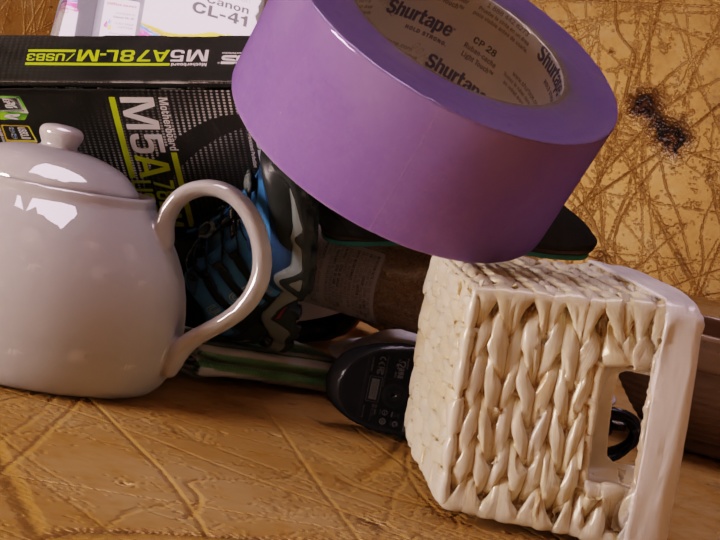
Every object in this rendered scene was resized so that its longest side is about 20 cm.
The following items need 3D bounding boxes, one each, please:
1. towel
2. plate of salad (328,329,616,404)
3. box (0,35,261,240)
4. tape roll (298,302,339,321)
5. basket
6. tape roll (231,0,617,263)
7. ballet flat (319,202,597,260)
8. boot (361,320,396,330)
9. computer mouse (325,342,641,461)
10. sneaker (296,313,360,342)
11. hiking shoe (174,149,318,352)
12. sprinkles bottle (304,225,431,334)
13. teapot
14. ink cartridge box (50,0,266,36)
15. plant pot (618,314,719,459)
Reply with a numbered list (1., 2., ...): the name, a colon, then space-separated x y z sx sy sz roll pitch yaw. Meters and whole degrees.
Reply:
1. towel: -0.105 0.051 1.226 0.152 0.023 0.200 9 4 -37
2. plate of salad: 0.075 0.079 1.194 0.200 0.048 0.200 9 7 -1
3. box: -0.130 -0.068 1.108 0.193 0.048 0.200 3 -36 6
4. tape roll: -0.072 -0.021 1.350 0.202 0.037 0.203 2 28 -1
5. basket: 0.098 0.063 0.962 0.123 0.136 0.200 8 6 -4
6. tape roll: 0.036 -0.100 0.963 0.200 0.085 0.200 23 31 -15
7. ballet flat: 0.070 -0.046 1.157 0.200 0.068 0.068 3 21 -17
8. boot: -0.031 -0.021 1.540 0.066 0.175 0.200 -31 32 -28
9. computer mouse: 0.076 0.085 1.082 0.200 0.059 0.034 14 7 -6
10. sneaker: -0.087 0.012 1.396 0.200 0.071 0.098 13 3 -12
11. hiking shoe: -0.073 -0.010 1.078 0.087 0.074 0.200 4 -35 -7
12. sprinkles bottle: 0.000 0.000 1.207 0.200 0.068 0.068 16 6 22
13. teapot: -0.184 -0.013 1.030 0.200 0.146 0.197 10 6 -33
14. ink cartridge box: -0.150 -0.135 1.227 0.147 0.200 0.086 13 -34 -11
15. plant pot: 0.274 0.090 1.308 0.201 0.093 0.201 12 5 -1
